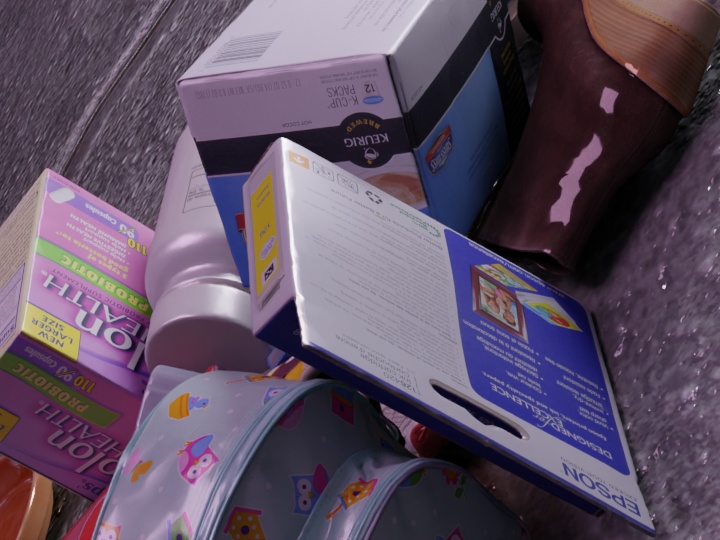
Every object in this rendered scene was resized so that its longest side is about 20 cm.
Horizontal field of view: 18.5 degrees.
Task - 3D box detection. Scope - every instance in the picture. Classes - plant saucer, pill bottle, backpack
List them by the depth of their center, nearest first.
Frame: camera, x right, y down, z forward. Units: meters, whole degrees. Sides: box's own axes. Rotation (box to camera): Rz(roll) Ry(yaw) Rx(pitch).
[{"bbox_3d":[-0.026,0.144,1.052,0.153,0.200,0.177,5,62,48],"label":"backpack"},{"bbox_3d":[-0.086,-0.009,1.502,0.114,0.114,0.201,-41,27,37],"label":"pill bottle"},{"bbox_3d":[-0.301,0.237,1.763,0.200,0.032,0.201,-48,24,29],"label":"plant saucer"}]

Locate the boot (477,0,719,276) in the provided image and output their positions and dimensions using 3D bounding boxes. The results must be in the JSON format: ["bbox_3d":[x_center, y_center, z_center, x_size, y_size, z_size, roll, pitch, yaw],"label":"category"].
[{"bbox_3d":[0.107,-0.088,1.240,0.167,0.072,0.200,-57,25,-3],"label":"boot"}]

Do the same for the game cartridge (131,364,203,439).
[{"bbox_3d":[-0.078,0.161,1.237,0.042,0.132,0.201,48,-126,-67],"label":"game cartridge"}]

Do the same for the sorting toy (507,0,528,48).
[{"bbox_3d":[0.083,-0.254,1.433,0.200,0.069,0.199,-51,35,3],"label":"sorting toy"}]

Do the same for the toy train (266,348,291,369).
[{"bbox_3d":[0.000,0.000,1.395,0.201,0.046,0.034,-55,22,10],"label":"toy train"}]

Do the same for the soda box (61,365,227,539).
[{"bbox_3d":[-0.127,0.158,1.442,0.200,0.063,0.070,-50,23,23],"label":"soda box"}]

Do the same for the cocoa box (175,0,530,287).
[{"bbox_3d":[0.004,-0.096,1.271,0.132,0.132,0.200,-5,27,23],"label":"cocoa box"}]

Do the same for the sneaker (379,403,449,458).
[{"bbox_3d":[0.020,0.039,1.251,0.078,0.082,0.200,-51,23,18],"label":"sneaker"}]

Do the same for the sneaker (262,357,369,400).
[{"bbox_3d":[-0.044,0.127,1.288,0.090,0.075,0.201,-33,35,49],"label":"sneaker"}]

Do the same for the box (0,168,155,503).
[{"bbox_3d":[-0.179,0.055,1.536,0.097,0.175,0.201,-47,24,27],"label":"box"}]

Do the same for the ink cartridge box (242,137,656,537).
[{"bbox_3d":[0.037,0.039,1.055,0.047,0.197,0.200,-51,21,24],"label":"ink cartridge box"}]
